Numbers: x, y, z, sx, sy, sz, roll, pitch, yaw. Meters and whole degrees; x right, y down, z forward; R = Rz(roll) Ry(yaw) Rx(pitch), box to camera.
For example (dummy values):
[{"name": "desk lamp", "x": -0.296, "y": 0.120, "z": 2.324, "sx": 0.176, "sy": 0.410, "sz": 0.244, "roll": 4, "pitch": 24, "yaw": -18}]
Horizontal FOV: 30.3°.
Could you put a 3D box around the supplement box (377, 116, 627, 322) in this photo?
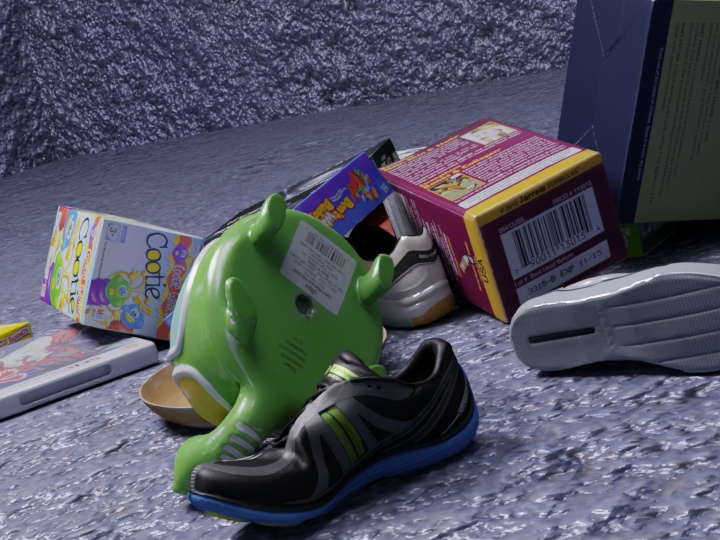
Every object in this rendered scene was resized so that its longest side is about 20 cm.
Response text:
[{"name": "supplement box", "x": 0.117, "y": -0.050, "z": 1.160, "sx": 0.130, "sy": 0.104, "sz": 0.200, "roll": -27, "pitch": 24, "yaw": -15}]

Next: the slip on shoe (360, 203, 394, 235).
[{"name": "slip on shoe", "x": 0.028, "y": -0.033, "z": 1.374, "sx": 0.061, "sy": 0.075, "sz": 0.200, "roll": -31, "pitch": 16, "yaw": -14}]

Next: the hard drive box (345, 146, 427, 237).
[{"name": "hard drive box", "x": 0.073, "y": -0.096, "z": 1.593, "sx": 0.154, "sy": 0.078, "sz": 0.200, "roll": -7, "pitch": 13, "yaw": 29}]

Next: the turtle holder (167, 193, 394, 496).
[{"name": "turtle holder", "x": -0.060, "y": 0.058, "z": 0.879, "sx": 0.140, "sy": 0.188, "sz": 0.131, "roll": 10, "pitch": -30, "yaw": -36}]

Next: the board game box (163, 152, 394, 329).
[{"name": "board game box", "x": -0.074, "y": -0.012, "z": 1.181, "sx": 0.200, "sy": 0.045, "sz": 0.134, "roll": -37, "pitch": 4, "yaw": 43}]

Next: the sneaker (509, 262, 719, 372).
[{"name": "sneaker", "x": 0.197, "y": 0.025, "z": 0.898, "sx": 0.198, "sy": 0.074, "sz": 0.071, "roll": -4, "pitch": 18, "yaw": 38}]

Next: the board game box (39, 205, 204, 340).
[{"name": "board game box", "x": -0.244, "y": 0.000, "z": 1.335, "sx": 0.102, "sy": 0.106, "sz": 0.200, "roll": 12, "pitch": 0, "yaw": -26}]

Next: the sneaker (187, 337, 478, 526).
[{"name": "sneaker", "x": -0.018, "y": 0.092, "z": 0.787, "sx": 0.198, "sy": 0.084, "sz": 0.070, "roll": -20, "pitch": 13, "yaw": -30}]

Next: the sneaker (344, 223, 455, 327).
[{"name": "sneaker", "x": 0.000, "y": 0.000, "z": 1.195, "sx": 0.198, "sy": 0.089, "sz": 0.075, "roll": -4, "pitch": 16, "yaw": 42}]

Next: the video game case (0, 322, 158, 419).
[{"name": "video game case", "x": -0.309, "y": 0.093, "z": 1.249, "sx": 0.181, "sy": 0.023, "sz": 0.199, "roll": -19, "pitch": 13, "yaw": -29}]

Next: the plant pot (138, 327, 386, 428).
[{"name": "plant pot", "x": -0.073, "y": 0.082, "z": 1.040, "sx": 0.198, "sy": 0.028, "sz": 0.200, "roll": -13, "pitch": 12, "yaw": 3}]

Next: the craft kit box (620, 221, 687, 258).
[{"name": "craft kit box", "x": 0.222, "y": -0.053, "z": 1.317, "sx": 0.196, "sy": 0.049, "sz": 0.199, "roll": -1, "pitch": 16, "yaw": 35}]

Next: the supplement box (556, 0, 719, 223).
[{"name": "supplement box", "x": 0.301, "y": -0.161, "z": 1.193, "sx": 0.197, "sy": 0.202, "sz": 0.134, "roll": -3, "pitch": 26, "yaw": -18}]

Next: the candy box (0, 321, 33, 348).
[{"name": "candy box", "x": -0.460, "y": 0.088, "z": 1.429, "sx": 0.198, "sy": 0.027, "sz": 0.102, "roll": -7, "pitch": 10, "yaw": 26}]

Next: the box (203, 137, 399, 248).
[{"name": "box", "x": -0.058, "y": -0.069, "z": 1.421, "sx": 0.198, "sy": 0.044, "sz": 0.160, "roll": -25, "pitch": 8, "yaw": 16}]
